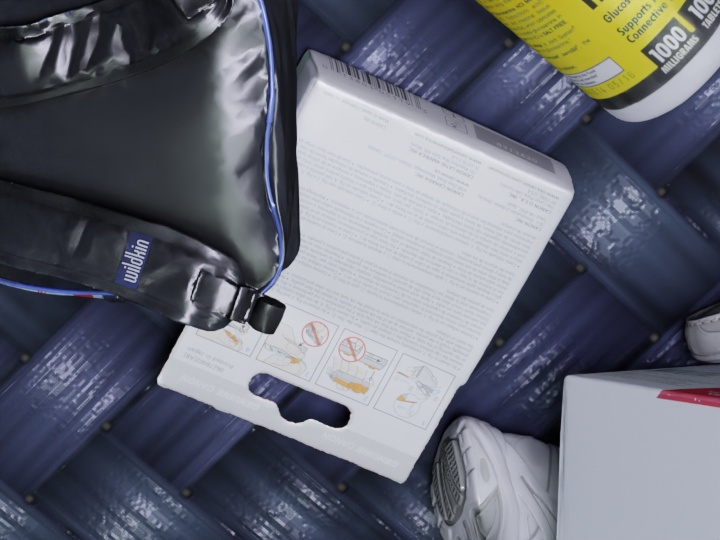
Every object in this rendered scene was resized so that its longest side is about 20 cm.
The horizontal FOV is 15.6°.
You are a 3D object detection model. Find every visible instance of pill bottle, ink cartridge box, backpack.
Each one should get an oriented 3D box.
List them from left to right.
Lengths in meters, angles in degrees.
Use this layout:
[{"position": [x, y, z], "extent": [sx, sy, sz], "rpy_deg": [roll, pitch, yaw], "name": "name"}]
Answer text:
[{"position": [-0.125, -0.076, 1.326], "extent": [0.190, 0.154, 0.201], "rpy_deg": [0, 100, 6], "name": "backpack"}, {"position": [0.000, 0.000, 1.440], "extent": [0.161, 0.050, 0.200], "rpy_deg": [23, 112, -15], "name": "ink cartridge box"}, {"position": [0.100, -0.176, 1.341], "extent": [0.200, 0.112, 0.112], "rpy_deg": [37, 103, -19], "name": "pill bottle"}, {"position": [0.223, 0.127, 1.401], "extent": [0.200, 0.145, 0.145], "rpy_deg": [-3, 96, -43], "name": "ink cartridge box"}]

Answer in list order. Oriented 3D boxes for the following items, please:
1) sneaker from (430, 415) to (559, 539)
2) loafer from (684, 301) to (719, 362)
[{"position": [0.103, 0.168, 1.446], "extent": [0.099, 0.200, 0.078], "rpy_deg": [5, 145, -18], "name": "sneaker"}, {"position": [0.268, -0.010, 1.458], "extent": [0.200, 0.070, 0.070], "rpy_deg": [-26, 98, 2], "name": "loafer"}]
